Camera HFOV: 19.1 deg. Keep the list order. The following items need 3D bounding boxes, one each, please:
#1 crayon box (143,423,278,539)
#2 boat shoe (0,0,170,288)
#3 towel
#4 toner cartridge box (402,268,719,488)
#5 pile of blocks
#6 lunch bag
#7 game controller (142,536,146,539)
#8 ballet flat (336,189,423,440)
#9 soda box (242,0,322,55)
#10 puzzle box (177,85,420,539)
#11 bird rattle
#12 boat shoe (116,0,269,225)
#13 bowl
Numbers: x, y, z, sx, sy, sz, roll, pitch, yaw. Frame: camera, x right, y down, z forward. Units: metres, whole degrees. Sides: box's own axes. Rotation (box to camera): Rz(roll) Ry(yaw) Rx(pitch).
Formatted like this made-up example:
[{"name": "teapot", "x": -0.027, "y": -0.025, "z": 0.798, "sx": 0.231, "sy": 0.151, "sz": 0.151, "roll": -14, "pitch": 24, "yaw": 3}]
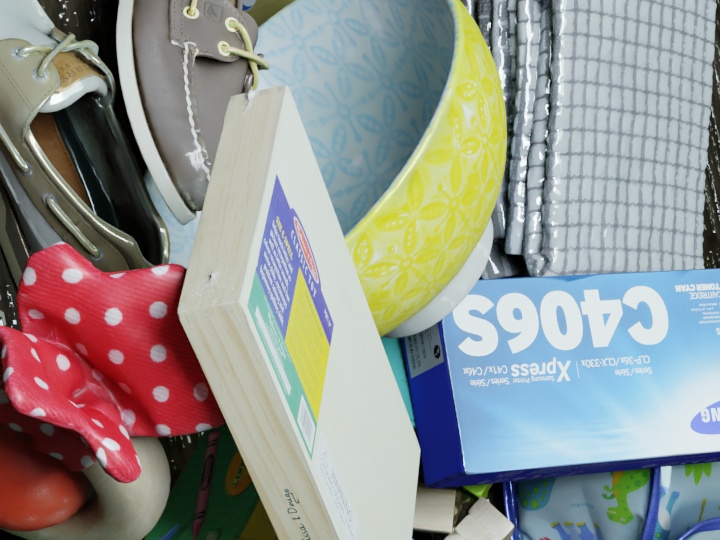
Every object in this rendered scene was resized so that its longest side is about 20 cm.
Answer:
[{"name": "crayon box", "x": -0.055, "y": 0.176, "z": 0.907, "sx": 0.119, "sy": 0.058, "sz": 0.200, "roll": 48, "pitch": 57, "yaw": -33}, {"name": "boat shoe", "x": -0.142, "y": -0.077, "z": 0.945, "sx": 0.075, "sy": 0.068, "sz": 0.201, "roll": -35, "pitch": 102, "yaw": -50}, {"name": "towel", "x": 0.117, "y": -0.086, "z": 1.145, "sx": 0.165, "sy": 0.085, "sz": 0.201, "roll": 1, "pitch": 91, "yaw": -51}, {"name": "toner cartridge box", "x": 0.121, "y": 0.051, "z": 1.059, "sx": 0.199, "sy": 0.043, "sz": 0.095, "roll": -3, "pitch": 78, "yaw": -26}, {"name": "pile of blocks", "x": 0.039, "y": 0.146, "z": 1.088, "sx": 0.062, "sy": 0.082, "sz": 0.201, "roll": 88, "pitch": 11, "yaw": -71}, {"name": "lunch bag", "x": 0.166, "y": 0.129, "z": 1.187, "sx": 0.170, "sy": 0.127, "sz": 0.201, "roll": 6, "pitch": 84, "yaw": -50}, {"name": "game controller", "x": -0.074, "y": 0.174, "z": 0.959, "sx": 0.200, "sy": 0.042, "sz": 0.105, "roll": 21, "pitch": 75, "yaw": -43}, {"name": "ballet flat", "x": 0.000, "y": 0.000, "z": 1.083, "sx": 0.067, "sy": 0.064, "sz": 0.201, "roll": 24, "pitch": 57, "yaw": -39}, {"name": "soda box", "x": 0.017, "y": -0.126, "z": 1.148, "sx": 0.200, "sy": 0.068, "sz": 0.064, "roll": 1, "pitch": 76, "yaw": -49}, {"name": "puzzle box", "x": -0.018, "y": 0.045, "z": 0.832, "sx": 0.133, "sy": 0.025, "sz": 0.200, "roll": -80, "pitch": 156, "yaw": -51}, {"name": "bird rattle", "x": -0.133, "y": 0.050, "z": 0.824, "sx": 0.163, "sy": 0.199, "sz": 0.113, "roll": 64, "pitch": 34, "yaw": -48}, {"name": "boat shoe", "x": -0.076, "y": -0.108, "z": 0.992, "sx": 0.072, "sy": 0.059, "sz": 0.200, "roll": 66, "pitch": 11, "yaw": -48}, {"name": "bowl", "x": -0.002, "y": -0.030, "z": 0.987, "sx": 0.108, "sy": 0.200, "sz": 0.201, "roll": 41, "pitch": 48, "yaw": -33}]
